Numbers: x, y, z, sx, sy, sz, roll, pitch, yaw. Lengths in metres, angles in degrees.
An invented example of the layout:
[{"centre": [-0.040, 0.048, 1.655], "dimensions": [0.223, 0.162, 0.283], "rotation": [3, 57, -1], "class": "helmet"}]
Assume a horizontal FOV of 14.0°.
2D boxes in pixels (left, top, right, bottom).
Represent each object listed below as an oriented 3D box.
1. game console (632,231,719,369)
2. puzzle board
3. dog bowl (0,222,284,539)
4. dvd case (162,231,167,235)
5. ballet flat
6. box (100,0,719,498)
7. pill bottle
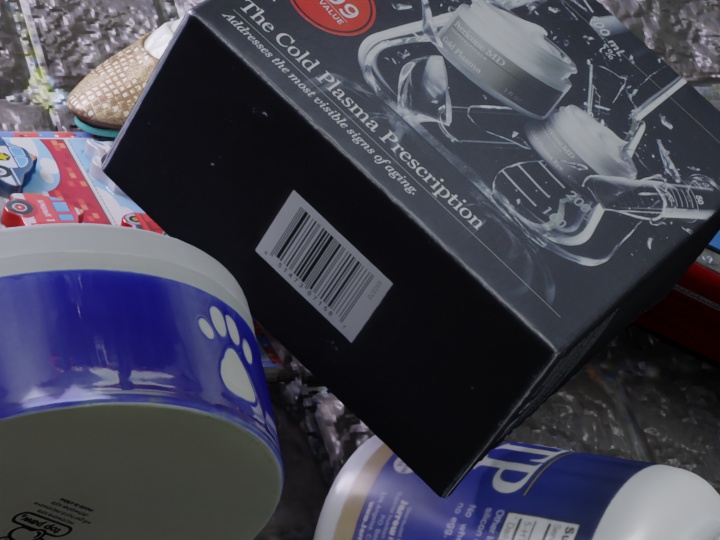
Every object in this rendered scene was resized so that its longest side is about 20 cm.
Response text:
[{"centre": [0.161, -0.029, 1.418], "dimensions": [0.199, 0.172, 0.119], "rotation": [25, 74, -6], "class": "game console"}, {"centre": [-0.135, -0.012, 1.273], "dimensions": [0.150, 0.017, 0.200], "rotation": [0, 31, -26], "class": "puzzle board"}, {"centre": [-0.132, 0.069, 1.140], "dimensions": [0.199, 0.200, 0.079], "rotation": [0, 56, -26], "class": "dog bowl"}, {"centre": [0.000, 0.000, 1.311], "dimensions": [0.146, 0.022, 0.200], "rotation": [32, 17, 4], "class": "dvd case"}, {"centre": [-0.047, -0.104, 1.399], "dimensions": [0.199, 0.066, 0.070], "rotation": [-7, 31, -33], "class": "ballet flat"}, {"centre": [0.033, -0.044, 1.202], "dimensions": [0.200, 0.104, 0.182], "rotation": [43, 43, 8], "class": "box"}, {"centre": [0.090, 0.134, 1.189], "dimensions": [0.199, 0.120, 0.120], "rotation": [7, 38, 32], "class": "pill bottle"}]
